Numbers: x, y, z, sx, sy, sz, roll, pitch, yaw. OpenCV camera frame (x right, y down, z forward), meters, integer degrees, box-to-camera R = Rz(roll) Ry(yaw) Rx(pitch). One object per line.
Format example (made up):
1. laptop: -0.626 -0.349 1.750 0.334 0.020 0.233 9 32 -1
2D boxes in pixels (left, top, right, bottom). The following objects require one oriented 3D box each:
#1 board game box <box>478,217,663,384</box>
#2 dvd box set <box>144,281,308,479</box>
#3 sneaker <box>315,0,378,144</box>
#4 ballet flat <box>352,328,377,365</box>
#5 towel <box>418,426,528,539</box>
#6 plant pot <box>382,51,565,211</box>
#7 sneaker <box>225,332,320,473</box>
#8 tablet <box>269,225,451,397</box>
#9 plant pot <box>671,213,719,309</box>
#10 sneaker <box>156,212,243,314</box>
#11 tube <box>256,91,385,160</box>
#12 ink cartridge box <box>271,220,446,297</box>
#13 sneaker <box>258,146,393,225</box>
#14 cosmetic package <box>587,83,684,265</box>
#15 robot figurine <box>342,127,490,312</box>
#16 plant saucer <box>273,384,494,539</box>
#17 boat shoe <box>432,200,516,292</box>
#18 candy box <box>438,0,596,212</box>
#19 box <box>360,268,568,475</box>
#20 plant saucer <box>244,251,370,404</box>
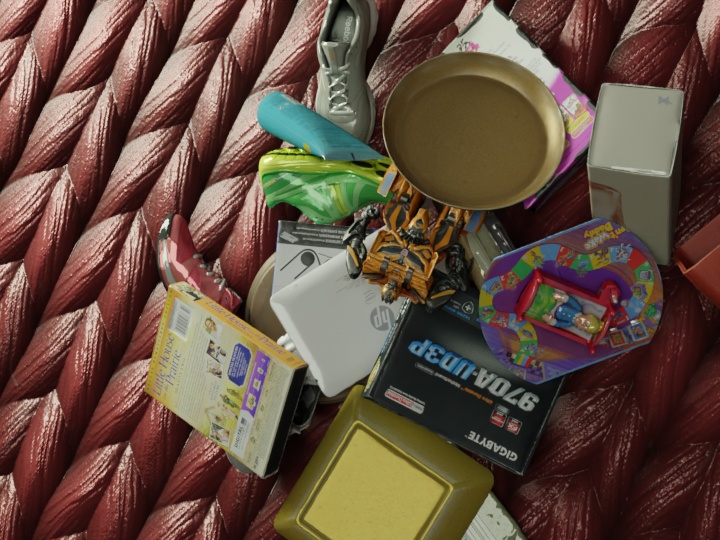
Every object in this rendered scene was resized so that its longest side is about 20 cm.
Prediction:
1. board game box: 0.224 0.041 1.450 0.198 0.039 0.159 -21 112 7
2. dvd box set: -0.157 0.123 1.565 0.199 0.029 0.148 30 117 28
3. sneaker: -0.025 -0.230 1.598 0.075 0.092 0.203 2 93 15
4. ballet flat: 0.069 0.120 1.570 0.199 0.069 0.070 31 96 -4
5. towel: 0.072 0.300 1.585 0.192 0.035 0.201 -39 76 8
6. plant pot: 0.122 -0.147 1.487 0.197 0.028 0.203 1 63 -1
7. sneaker: -0.098 0.167 1.580 0.082 0.074 0.201 55 131 39
8. tablet: 0.012 0.036 1.532 0.199 0.014 0.131 -31 87 -11
9. plant pot: 0.457 -0.003 1.409 0.199 0.200 0.177 -40 88 11
10. sneaker: -0.186 0.026 1.654 0.086 0.074 0.203 -13 91 8
11. tube: -0.053 -0.157 1.570 0.200 0.077 0.051 35 127 53
12. ink cartridge box: 0.000 0.000 1.577 0.197 0.044 0.095 6 81 0
13. sneaker: -0.021 -0.093 1.590 0.197 0.074 0.085 9 114 15
14. cosmetic package: 0.289 -0.097 1.439 0.086 0.201 0.105 9 65 15
15. robot figurine: 0.066 -0.053 1.482 0.143 0.058 0.201 22 61 8
16. plant saucer: 0.019 0.264 1.561 0.199 0.048 0.201 32 94 16
17. boat shoe: 0.128 -0.067 1.566 0.064 0.072 0.202 -19 69 -10
18. candy box: 0.173 -0.184 1.559 0.136 0.061 0.200 -44 78 10
19. box: 0.121 0.109 1.515 0.198 0.046 0.160 28 82 -9
20. plant saucer: -0.048 0.057 1.628 0.197 0.029 0.203 -1 87 15
